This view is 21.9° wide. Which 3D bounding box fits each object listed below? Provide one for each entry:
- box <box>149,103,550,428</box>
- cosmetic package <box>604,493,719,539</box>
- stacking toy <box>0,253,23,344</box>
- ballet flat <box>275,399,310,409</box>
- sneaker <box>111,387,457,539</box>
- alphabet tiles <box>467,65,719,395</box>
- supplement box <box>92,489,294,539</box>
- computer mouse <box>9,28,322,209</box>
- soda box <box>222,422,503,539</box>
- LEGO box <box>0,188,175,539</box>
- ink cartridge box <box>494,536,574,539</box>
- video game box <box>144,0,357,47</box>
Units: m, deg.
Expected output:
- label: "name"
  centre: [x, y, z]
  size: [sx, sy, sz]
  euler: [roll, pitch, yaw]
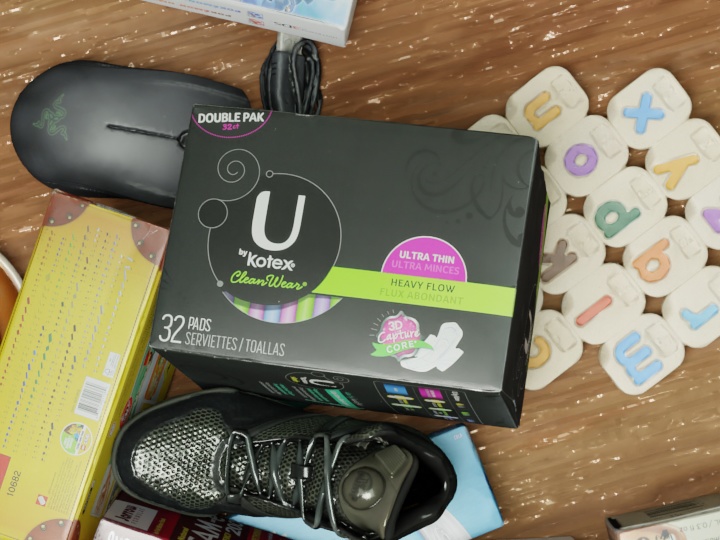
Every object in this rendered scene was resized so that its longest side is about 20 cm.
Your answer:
- label: "box"
  centre: [0.000, 0.000, 1.069]
  size: [0.200, 0.124, 0.149]
  euler: [6, 77, 11]
- label: "cosmetic package"
  centre: [0.212, 0.242, 1.123]
  size: [0.087, 0.103, 0.200]
  euler: [-13, 85, 2]
- label: "stacking toy"
  centre: [-0.273, 0.049, 1.092]
  size: [0.146, 0.200, 0.147]
  euler: [0, 95, -3]
- label: "ballet flat"
  centre: [0.005, 0.022, 1.158]
  size: [0.200, 0.068, 0.072]
  euler: [-29, 74, 6]
- label: "sneaker"
  centre: [-0.038, 0.110, 1.048]
  size: [0.199, 0.114, 0.076]
  euler: [10, 85, -11]
- label: "alphabet tiles"
  centre: [0.148, -0.025, 1.175]
  size: [0.195, 0.015, 0.200]
  euler: [-38, 87, 6]
- label: "supplement box"
  centre: [-0.056, 0.188, 1.065]
  size: [0.200, 0.109, 0.061]
  euler: [18, 93, -2]
- label: "computer mouse"
  centre: [-0.126, -0.090, 1.173]
  size: [0.199, 0.053, 0.139]
  euler: [4, 88, 2]
- label: "soda box"
  centre: [-0.015, 0.161, 1.152]
  size: [0.200, 0.064, 0.068]
  euler: [-22, 87, 1]
- label: "LEGO box"
  centre: [-0.164, 0.063, 1.118]
  size: [0.077, 0.149, 0.200]
  euler: [18, 87, 6]
- label: "ink cartridge box"
  centre: [0.101, 0.264, 1.103]
  size: [0.084, 0.145, 0.201]
  euler: [-5, 88, 0]
- label: "video game box"
  centre: [-0.073, -0.257, 1.170]
  size: [0.182, 0.047, 0.200]
  euler: [13, 79, 4]
